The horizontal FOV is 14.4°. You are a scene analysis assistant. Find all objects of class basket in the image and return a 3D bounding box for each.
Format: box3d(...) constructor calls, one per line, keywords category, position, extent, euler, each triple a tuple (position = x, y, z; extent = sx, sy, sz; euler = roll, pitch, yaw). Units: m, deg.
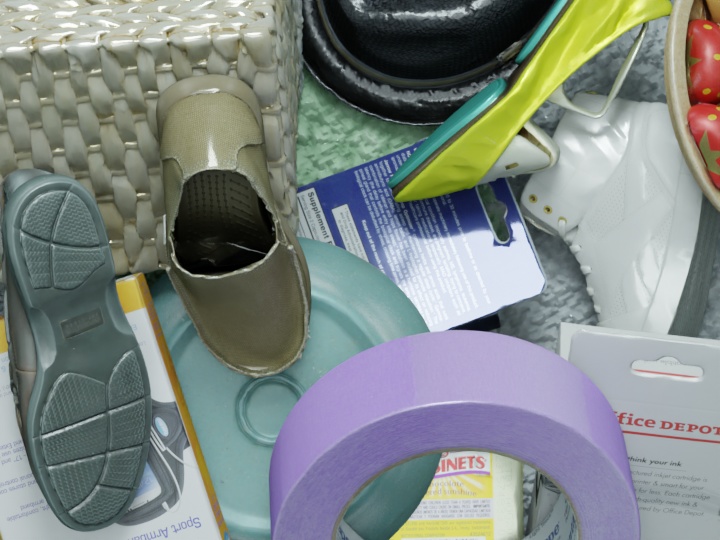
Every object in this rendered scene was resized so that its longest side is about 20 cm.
box3d(category="basket", position=(-0.130, -0.117, 1.588), extent=(0.198, 0.200, 0.161), euler=(-4, 47, 0))

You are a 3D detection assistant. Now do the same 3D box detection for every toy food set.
box3d(category="toy food set", position=(0.249, -0.107, 1.640), extent=(0.198, 0.049, 0.200), euler=(36, 59, -34))

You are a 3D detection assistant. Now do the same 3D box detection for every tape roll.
box3d(category="tape roll", position=(0.050, 0.131, 1.558), extent=(0.200, 0.066, 0.200), euler=(-1, 125, -2))

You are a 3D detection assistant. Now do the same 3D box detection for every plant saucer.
box3d(category="plant saucer", position=(-0.049, 0.079, 1.624), extent=(0.200, 0.036, 0.200), euler=(0, 90, 0))

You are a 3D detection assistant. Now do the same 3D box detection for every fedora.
box3d(category="fedora", position=(0.049, -0.181, 1.667), extent=(0.200, 0.092, 0.201), euler=(0, 88, 0))

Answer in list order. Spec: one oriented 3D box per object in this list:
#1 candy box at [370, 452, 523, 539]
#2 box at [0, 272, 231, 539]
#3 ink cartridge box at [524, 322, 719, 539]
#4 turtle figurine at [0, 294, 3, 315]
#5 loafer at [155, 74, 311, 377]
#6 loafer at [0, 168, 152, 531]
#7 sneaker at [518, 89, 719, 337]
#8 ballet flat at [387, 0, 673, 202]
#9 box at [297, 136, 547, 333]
box3d(category="candy box", position=(-0.005, 0.143, 1.653), extent=(0.200, 0.026, 0.102), euler=(0, 86, 0))
box3d(category="box", position=(-0.147, 0.113, 1.588), extent=(0.119, 0.041, 0.200), euler=(-17, 96, 4))
box3d(category="ink cartridge box", position=(0.162, 0.100, 1.622), extent=(0.116, 0.068, 0.200), euler=(6, 126, -1))
box3d(category="turtle figurine", position=(-0.216, 0.070, 1.658), extent=(0.200, 0.101, 0.150), euler=(37, 90, -11))
box3d(category="loafer", position=(-0.073, -0.011, 1.529), extent=(0.076, 0.067, 0.200), euler=(-8, 131, 9))
box3d(category="loafer", position=(-0.159, 0.040, 1.539), extent=(0.072, 0.063, 0.200), euler=(-14, 109, -22))
box3d(category="sneaker", position=(0.145, -0.006, 1.684), extent=(0.115, 0.074, 0.200), euler=(15, 100, 20))
box3d(category="ballet flat", position=(0.102, -0.098, 1.632), extent=(0.067, 0.067, 0.200), euler=(41, 101, -4))
box3d(category="box", position=(0.000, 0.000, 1.676), extent=(0.200, 0.032, 0.121), euler=(-21, 69, 1))
